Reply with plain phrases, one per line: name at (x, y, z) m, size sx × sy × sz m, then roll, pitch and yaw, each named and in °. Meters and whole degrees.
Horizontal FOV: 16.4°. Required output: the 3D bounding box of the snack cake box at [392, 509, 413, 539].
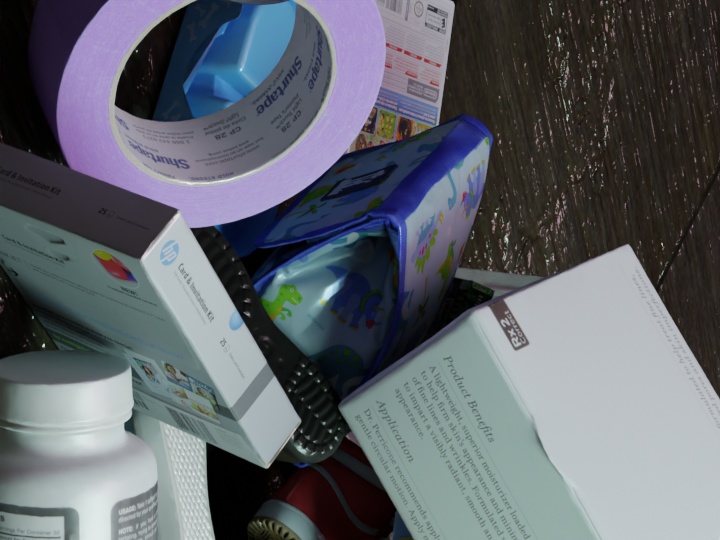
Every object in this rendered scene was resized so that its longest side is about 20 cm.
snack cake box at (0.056, 0.247, 1.663) m, size 0.115 × 0.067 × 0.201 m, roll -34°, pitch 130°, yaw -76°

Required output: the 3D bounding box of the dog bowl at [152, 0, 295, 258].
dog bowl at (-0.084, -0.107, 1.604) m, size 0.111 × 0.049 × 0.201 m, roll 43°, pitch 59°, yaw -57°

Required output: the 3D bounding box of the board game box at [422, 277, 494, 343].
board game box at (0.043, 0.053, 1.762) m, size 0.200 × 0.023 × 0.105 m, roll -171°, pitch -78°, yaw -78°

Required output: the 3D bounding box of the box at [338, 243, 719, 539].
box at (0.126, 0.115, 1.563) m, size 0.200 × 0.131 × 0.200 m, roll -21°, pitch 79°, yaw -52°

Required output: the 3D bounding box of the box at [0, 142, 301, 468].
box at (-0.133, 0.019, 1.418) m, size 0.041 × 0.155 × 0.200 m, roll -54°, pitch 142°, yaw -21°

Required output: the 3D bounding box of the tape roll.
tape roll at (-0.088, -0.123, 1.443) m, size 0.199 × 0.066 × 0.201 m, roll -15°, pitch 133°, yaw -16°

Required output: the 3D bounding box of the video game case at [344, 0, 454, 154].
video game case at (0.021, -0.114, 1.840) m, size 0.143 × 0.018 × 0.201 m, roll 13°, pitch 84°, yaw -63°

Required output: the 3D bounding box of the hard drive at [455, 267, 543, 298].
hard drive at (0.074, 0.097, 1.857) m, size 0.038 × 0.139 × 0.201 m, roll 39°, pitch 62°, yaw -59°

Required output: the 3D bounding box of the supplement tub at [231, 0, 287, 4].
supplement tub at (-0.042, -0.274, 1.543) m, size 0.200 × 0.144 × 0.145 m, roll -57°, pitch 143°, yaw -40°

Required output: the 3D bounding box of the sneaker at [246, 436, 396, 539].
sneaker at (0.000, 0.201, 1.695) m, size 0.113 × 0.071 × 0.201 m, roll -52°, pitch 136°, yaw -34°

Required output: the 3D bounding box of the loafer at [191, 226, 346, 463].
loafer at (-0.095, 0.045, 1.541) m, size 0.200 × 0.071 × 0.073 m, roll 54°, pitch 48°, yaw -6°

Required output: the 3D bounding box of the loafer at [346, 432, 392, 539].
loafer at (-0.014, 0.149, 1.783) m, size 0.070 × 0.070 × 0.201 m, roll -46°, pitch 128°, yaw -42°

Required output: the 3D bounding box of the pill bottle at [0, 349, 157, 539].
pill bottle at (-0.171, 0.152, 1.427) m, size 0.111 × 0.110 × 0.201 m, roll -20°, pitch 114°, yaw -60°

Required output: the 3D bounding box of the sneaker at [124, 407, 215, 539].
sneaker at (-0.141, 0.132, 1.534) m, size 0.074 × 0.082 × 0.201 m, roll 44°, pitch 34°, yaw -60°

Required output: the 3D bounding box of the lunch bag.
lunch bag at (0.000, 0.000, 1.623) m, size 0.200 × 0.127 × 0.170 m, roll -52°, pitch 179°, yaw 34°
